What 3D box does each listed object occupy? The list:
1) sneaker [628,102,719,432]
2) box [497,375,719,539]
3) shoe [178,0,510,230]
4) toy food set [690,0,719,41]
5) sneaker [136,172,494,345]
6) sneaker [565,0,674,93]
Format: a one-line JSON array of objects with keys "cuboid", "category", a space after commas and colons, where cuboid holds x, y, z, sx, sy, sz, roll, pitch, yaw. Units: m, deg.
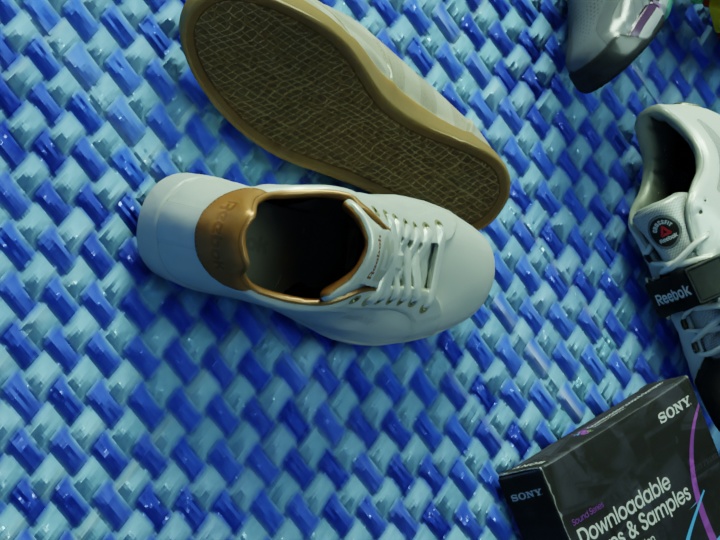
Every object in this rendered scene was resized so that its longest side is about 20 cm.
[{"cuboid": [0.183, 0.000, 1.277, 0.088, 0.074, 0.200, 16, 56, -41], "category": "sneaker"}, {"cuboid": [0.158, 0.170, 1.215, 0.143, 0.036, 0.200, -26, 94, -47], "category": "box"}, {"cuboid": [-0.011, -0.082, 1.123, 0.200, 0.070, 0.053, 34, 17, -33], "category": "shoe"}, {"cuboid": [0.230, -0.221, 1.366, 0.198, 0.049, 0.200, 45, 53, -70], "category": "toy food set"}, {"cuboid": [0.000, 0.000, 1.070, 0.200, 0.085, 0.073, 6, 92, -41], "category": "sneaker"}, {"cuboid": [0.126, -0.179, 1.291, 0.088, 0.074, 0.200, 39, 40, -16], "category": "sneaker"}]
